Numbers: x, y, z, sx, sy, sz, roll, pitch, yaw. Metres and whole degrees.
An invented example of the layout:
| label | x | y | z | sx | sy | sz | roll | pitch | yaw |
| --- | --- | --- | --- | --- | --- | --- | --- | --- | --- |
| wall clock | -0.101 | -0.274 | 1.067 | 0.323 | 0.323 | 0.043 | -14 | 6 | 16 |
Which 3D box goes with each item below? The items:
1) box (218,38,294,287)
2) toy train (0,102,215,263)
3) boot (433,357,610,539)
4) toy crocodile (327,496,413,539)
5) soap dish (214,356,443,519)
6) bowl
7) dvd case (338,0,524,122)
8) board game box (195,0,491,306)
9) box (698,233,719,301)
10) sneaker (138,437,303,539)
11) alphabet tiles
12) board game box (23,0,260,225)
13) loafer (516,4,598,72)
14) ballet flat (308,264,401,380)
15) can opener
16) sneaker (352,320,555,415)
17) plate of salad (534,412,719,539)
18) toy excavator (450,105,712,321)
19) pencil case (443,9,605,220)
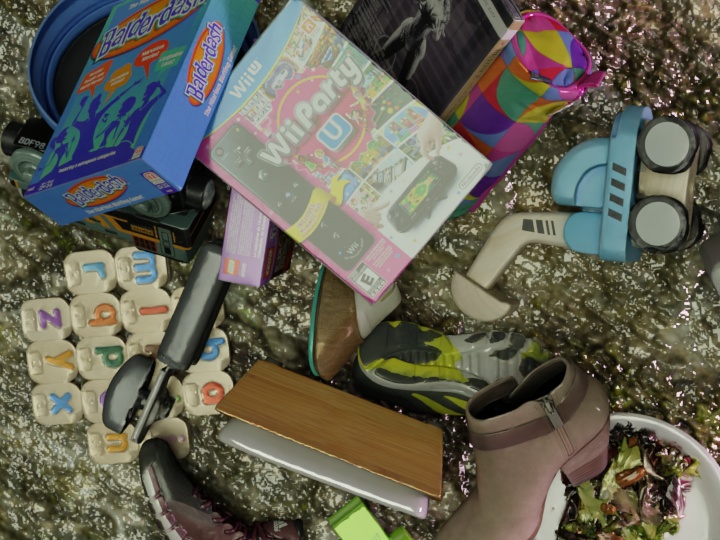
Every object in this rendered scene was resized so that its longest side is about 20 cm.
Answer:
| label | x | y | z | sx | sy | sz | roll | pitch | yaw |
| --- | --- | --- | --- | --- | --- | --- | --- | --- | --- |
| box | -0.074 | -0.093 | 1.247 | 0.039 | 0.137 | 0.200 | 10 | 98 | 7 |
| toy train | -0.219 | -0.075 | 1.290 | 0.200 | 0.114 | 0.085 | 15 | 55 | 11 |
| boot | 0.119 | 0.156 | 1.211 | 0.200 | 0.070 | 0.146 | -36 | 134 | -3 |
| toy crocodile | 0.047 | 0.288 | 1.312 | 0.067 | 0.062 | 0.200 | -42 | 85 | -3 |
| soap dish | -0.017 | 0.144 | 1.261 | 0.200 | 0.157 | 0.081 | 21 | 82 | 7 |
| bowl | -0.182 | -0.173 | 1.256 | 0.200 | 0.039 | 0.201 | -1 | 59 | 1 |
| dvd case | 0.046 | -0.190 | 1.197 | 0.200 | 0.016 | 0.149 | -52 | 53 | 43 |
| board game box | -0.020 | -0.093 | 1.144 | 0.200 | 0.064 | 0.148 | 40 | 97 | -2 |
| box | 0.386 | 0.037 | 1.152 | 0.171 | 0.199 | 0.200 | -26 | 91 | 12 |
| sneaker | -0.115 | 0.226 | 1.329 | 0.115 | 0.076 | 0.200 | -22 | 103 | 6 |
| alphabet tiles | -0.214 | 0.078 | 1.352 | 0.195 | 0.015 | 0.200 | -6 | 95 | 10 |
| board game box | -0.167 | -0.139 | 1.140 | 0.152 | 0.200 | 0.045 | -13 | 138 | 42 |
| loafer | 0.107 | -0.195 | 1.246 | 0.200 | 0.075 | 0.070 | 29 | 112 | 10 |
| ballet flat | 0.000 | 0.000 | 1.240 | 0.072 | 0.068 | 0.200 | -3 | 53 | 12 |
| can opener | -0.174 | 0.061 | 1.309 | 0.067 | 0.053 | 0.200 | 24 | 99 | 5 |
| sneaker | 0.086 | 0.092 | 1.280 | 0.200 | 0.085 | 0.075 | 15 | 66 | -11 |
| plate of salad | 0.227 | 0.224 | 1.277 | 0.200 | 0.048 | 0.200 | 1 | 96 | 10 |
| toy excavator | 0.184 | -0.045 | 1.241 | 0.200 | 0.100 | 0.195 | 8 | 96 | 22 |
| pencil case | 0.108 | -0.121 | 1.199 | 0.088 | 0.088 | 0.200 | 46 | 136 | 2 |
